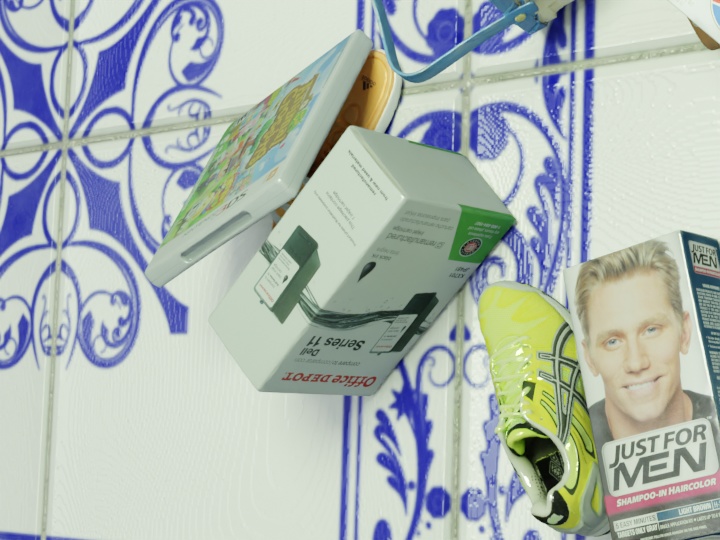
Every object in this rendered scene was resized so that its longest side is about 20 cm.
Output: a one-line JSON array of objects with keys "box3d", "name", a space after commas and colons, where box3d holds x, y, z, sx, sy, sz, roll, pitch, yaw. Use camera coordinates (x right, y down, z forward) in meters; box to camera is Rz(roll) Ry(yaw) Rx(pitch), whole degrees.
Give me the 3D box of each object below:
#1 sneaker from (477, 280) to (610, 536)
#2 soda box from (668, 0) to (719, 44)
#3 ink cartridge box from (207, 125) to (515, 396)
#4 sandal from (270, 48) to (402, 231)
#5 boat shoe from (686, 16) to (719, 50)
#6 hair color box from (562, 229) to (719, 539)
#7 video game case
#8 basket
[{"box3d": [0.129, 0.092, 1.137, 0.075, 0.076, 0.201, -40, 59, 31], "name": "sneaker"}, {"box3d": [0.278, -0.150, 1.007, 0.200, 0.064, 0.068, 43, 112, 11], "name": "soda box"}, {"box3d": [0.000, 0.000, 1.217, 0.200, 0.146, 0.083, -52, 57, 24], "name": "ink cartridge box"}, {"box3d": [-0.037, -0.092, 1.317, 0.079, 0.059, 0.208, 34, 106, 39], "name": "sandal"}, {"box3d": [0.220, -0.241, 1.109, 0.072, 0.075, 0.201, -40, 58, 32], "name": "boat shoe"}, {"box3d": [0.208, 0.084, 1.082, 0.100, 0.060, 0.202, -21, 70, 37], "name": "hair color box"}, {"box3d": [-0.082, -0.092, 1.290, 0.182, 0.022, 0.201, -31, 25, 41], "name": "video game case"}, {"box3d": [0.086, -0.256, 1.181, 0.199, 0.139, 0.177, -30, 66, 23], "name": "basket"}]
